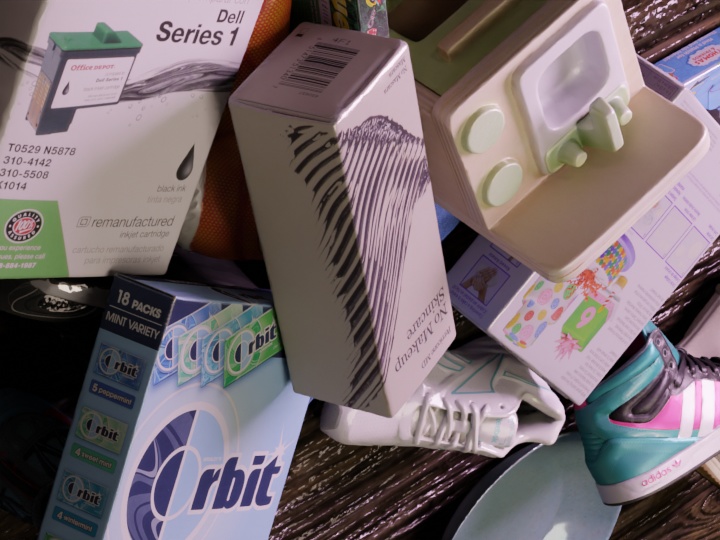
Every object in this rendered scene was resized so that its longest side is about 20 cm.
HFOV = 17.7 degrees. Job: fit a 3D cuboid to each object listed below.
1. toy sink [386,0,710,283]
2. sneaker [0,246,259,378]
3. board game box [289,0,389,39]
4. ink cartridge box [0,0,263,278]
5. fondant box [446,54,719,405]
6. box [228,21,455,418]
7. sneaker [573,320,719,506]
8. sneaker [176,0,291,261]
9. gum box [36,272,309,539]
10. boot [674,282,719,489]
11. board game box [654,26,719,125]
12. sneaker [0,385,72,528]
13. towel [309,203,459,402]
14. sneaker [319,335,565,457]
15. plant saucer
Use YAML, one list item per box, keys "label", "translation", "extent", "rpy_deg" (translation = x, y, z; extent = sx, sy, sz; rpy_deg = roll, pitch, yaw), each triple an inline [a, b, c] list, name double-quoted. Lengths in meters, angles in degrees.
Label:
- label: "toy sink"
  translation: [0.076, -0.109, 1.287]
  extent: [0.130, 0.200, 0.112]
  rpy_deg: [-42, 143, -14]
- label: "sneaker"
  translation: [-0.133, 0.032, 1.276]
  extent: [0.200, 0.080, 0.086]
  rpy_deg: [14, 111, -50]
- label: "board game box"
  translation: [-0.021, -0.113, 1.258]
  extent: [0.023, 0.105, 0.200]
  rpy_deg: [-32, 140, -24]
- label: "ink cartridge box"
  translation: [-0.140, -0.102, 1.152]
  extent: [0.146, 0.084, 0.200]
  rpy_deg: [-2, 121, -47]
- label: "fondant box"
  translation: [0.159, -0.025, 1.509]
  extent: [0.200, 0.058, 0.144]
  rpy_deg: [-52, 142, 0]
- label: "box"
  translation: [-0.007, -0.025, 1.222]
  extent: [0.082, 0.068, 0.200]
  rpy_deg: [-51, 142, -38]
- label: "sneaker"
  translation: [0.230, 0.070, 1.675]
  extent: [0.200, 0.084, 0.121]
  rpy_deg: [-31, 101, -23]
- label: "sneaker"
  translation: [-0.054, -0.091, 1.253]
  extent: [0.077, 0.073, 0.200]
  rpy_deg: [7, 131, -6]
- label: "gum box"
  translation: [-0.097, 0.106, 1.250]
  extent: [0.170, 0.045, 0.200]
  rpy_deg: [8, 100, -61]
- label: "boot"
  translation: [0.299, 0.089, 1.799]
  extent: [0.155, 0.072, 0.200]
  rpy_deg: [-53, 136, -1]
- label: "board game box"
  translation: [0.204, -0.073, 1.595]
  extent: [0.200, 0.037, 0.151]
  rpy_deg: [-29, 137, -28]
- label: "sneaker"
  translation: [-0.146, 0.131, 1.327]
  extent: [0.200, 0.096, 0.079]
  rpy_deg: [16, 107, -52]
- label: "towel"
  translation: [0.000, 0.000, 1.390]
  extent: [0.200, 0.049, 0.112]
  rpy_deg: [-49, 170, -6]
- label: "sneaker"
  translation: [0.060, 0.088, 1.533]
  extent: [0.200, 0.080, 0.071]
  rpy_deg: [-6, 125, -44]
- label: "plant saucer"
  translation: [0.114, 0.194, 1.713]
  extent: [0.201, 0.039, 0.201]
  rpy_deg: [-29, 138, -30]
